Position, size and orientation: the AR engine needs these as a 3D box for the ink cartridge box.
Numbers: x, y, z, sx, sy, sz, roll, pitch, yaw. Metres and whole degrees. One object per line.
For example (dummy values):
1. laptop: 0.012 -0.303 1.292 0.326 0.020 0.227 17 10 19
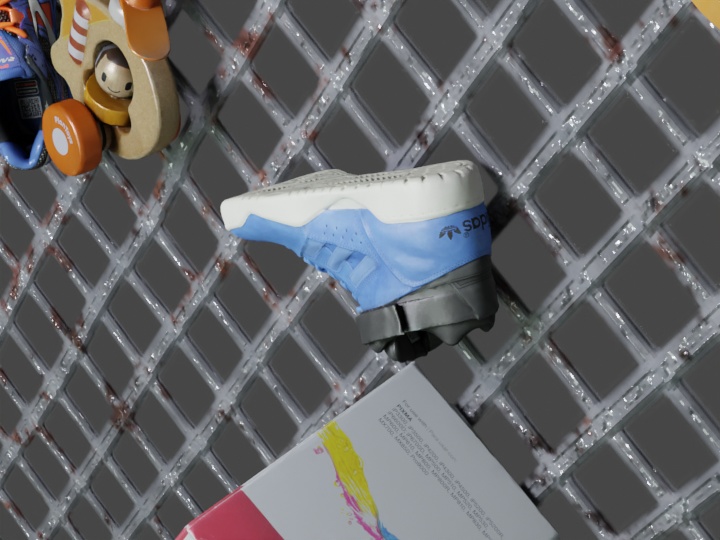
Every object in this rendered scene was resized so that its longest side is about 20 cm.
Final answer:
1. ink cartridge box: -0.012 0.182 1.265 0.145 0.200 0.145 49 143 10

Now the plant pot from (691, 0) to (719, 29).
1. plant pot: 0.196 -0.174 0.793 0.200 0.200 0.184 49 159 13

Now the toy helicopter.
1. toy helicopter: -0.165 -0.166 1.312 0.132 0.078 0.201 -33 81 57

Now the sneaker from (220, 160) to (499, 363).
1. sneaker: -0.001 0.000 1.225 0.199 0.076 0.112 -3 103 44

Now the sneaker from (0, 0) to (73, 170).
1. sneaker: -0.228 -0.154 1.371 0.075 0.079 0.201 -14 117 8
